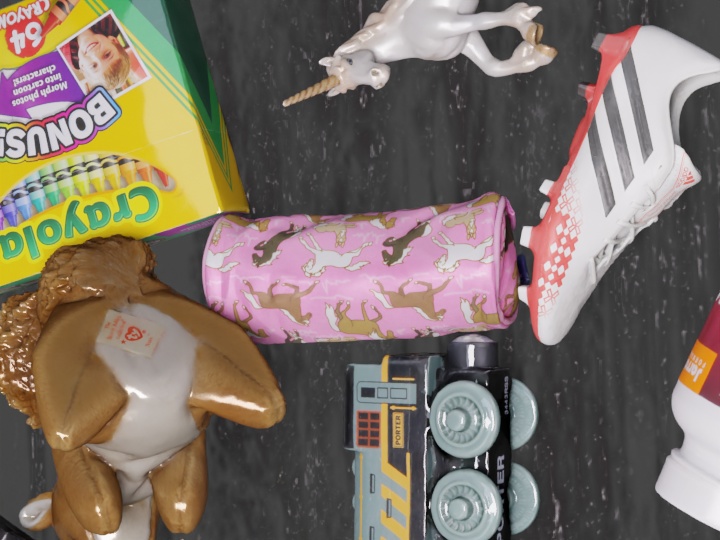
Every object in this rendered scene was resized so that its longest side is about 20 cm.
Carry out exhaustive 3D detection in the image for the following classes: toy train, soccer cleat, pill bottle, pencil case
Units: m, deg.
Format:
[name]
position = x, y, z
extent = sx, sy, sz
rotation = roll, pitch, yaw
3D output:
[toy train]
position = 0.046, 0.139, 1.106
extent = 0.113, 0.085, 0.201
rotation = 0, 91, 29
[soccer cleat]
position = 0.155, -0.047, 1.079
extent = 0.085, 0.069, 0.201
rotation = 19, 90, 21
[pill bottle]
position = 0.246, 0.052, 1.024
extent = 0.113, 0.113, 0.201
rotation = 26, 96, 16
[pencil case]
position = 0.000, 0.000, 1.116
extent = 0.199, 0.087, 0.083
rotation = -5, 102, 16

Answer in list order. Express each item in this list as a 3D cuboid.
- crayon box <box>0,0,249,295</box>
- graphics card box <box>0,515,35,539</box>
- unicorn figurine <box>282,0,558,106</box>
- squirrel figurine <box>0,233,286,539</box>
[crayon box]
position = -0.193, -0.090, 1.189
extent = 0.199, 0.058, 0.173
rotation = -18, 84, 16
[graphics card box]
position = -0.287, 0.237, 1.145
extent = 0.125, 0.051, 0.201
rotation = 23, 78, 48
[unicorn figurine]
position = 0.055, -0.171, 1.115
extent = 0.137, 0.074, 0.201
rotation = 12, 78, 26
[squirrel figurine]
position = -0.157, 0.089, 1.129
extent = 0.200, 0.141, 0.187
rotation = 59, 148, 34
